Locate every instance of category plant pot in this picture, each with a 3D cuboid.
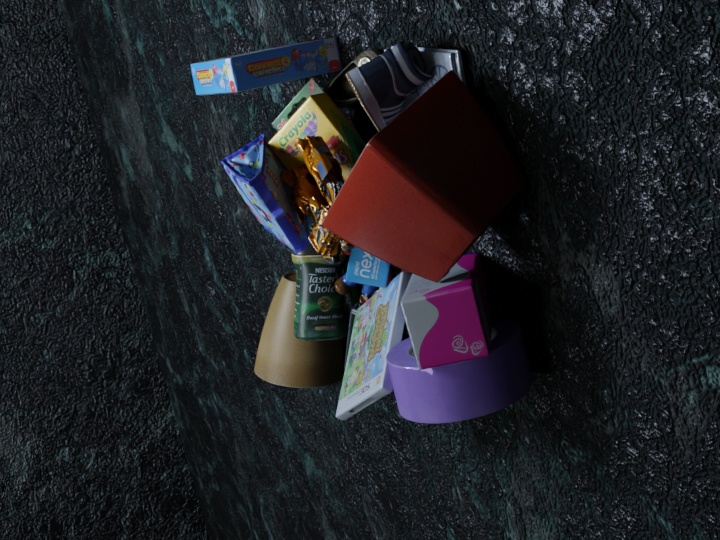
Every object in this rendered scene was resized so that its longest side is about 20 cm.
[{"bbox_3d":[0.098,-0.107,1.269,0.176,0.200,0.200,42,144,6],"label":"plant pot"},{"bbox_3d":[-0.116,0.110,1.911,0.186,0.185,0.201,25,114,56],"label":"plant pot"}]

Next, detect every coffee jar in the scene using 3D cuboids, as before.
[{"bbox_3d":[-0.077,0.028,1.788,0.085,0.104,0.201,-147,55,-79],"label":"coffee jar"}]

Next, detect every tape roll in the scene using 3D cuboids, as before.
[{"bbox_3d":[0.142,0.141,1.360,0.200,0.199,0.085,8,115,62],"label":"tape roll"}]

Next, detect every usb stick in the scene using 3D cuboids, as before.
[{"bbox_3d":[0.000,0.134,1.752,0.055,0.033,0.201,27,142,16],"label":"usb stick"}]

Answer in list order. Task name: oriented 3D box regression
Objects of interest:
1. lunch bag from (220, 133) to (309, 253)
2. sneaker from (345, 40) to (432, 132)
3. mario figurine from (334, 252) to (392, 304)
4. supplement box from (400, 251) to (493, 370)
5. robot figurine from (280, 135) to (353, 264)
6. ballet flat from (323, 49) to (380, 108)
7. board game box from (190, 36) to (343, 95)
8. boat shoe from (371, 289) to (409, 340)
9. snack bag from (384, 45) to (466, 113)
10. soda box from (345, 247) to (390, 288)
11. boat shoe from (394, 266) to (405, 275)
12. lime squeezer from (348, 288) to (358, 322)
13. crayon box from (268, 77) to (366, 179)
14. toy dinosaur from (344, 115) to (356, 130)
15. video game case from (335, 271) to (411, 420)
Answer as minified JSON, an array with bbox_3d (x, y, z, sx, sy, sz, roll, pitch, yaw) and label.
[{"bbox_3d":[-0.145,-0.121,1.578,0.151,0.094,0.200,58,179,-26],"label":"lunch bag"},{"bbox_3d":[0.051,-0.264,1.372,0.070,0.108,0.200,60,-174,11],"label":"sneaker"},{"bbox_3d":[0.000,0.000,1.639,0.200,0.123,0.107,105,158,-57],"label":"mario figurine"},{"bbox_3d":[0.126,0.052,1.330,0.200,0.101,0.104,-53,-51,-74],"label":"supplement box"},{"bbox_3d":[-0.060,-0.108,1.487,0.145,0.058,0.201,-59,44,40],"label":"robot figurine"},{"bbox_3d":[-0.015,-0.304,1.534,0.200,0.046,0.068,-11,98,64],"label":"ballet flat"},{"bbox_3d":[-0.164,-0.349,1.623,0.196,0.199,0.056,15,119,59],"label":"board game box"},{"bbox_3d":[0.080,0.109,1.574,0.200,0.057,0.067,42,143,21],"label":"boat shoe"},{"bbox_3d":[0.105,-0.226,1.382,0.188,0.021,0.201,23,131,58],"label":"snack bag"},{"bbox_3d":[0.027,-0.077,1.491,0.064,0.067,0.201,-75,-4,-60],"label":"soda box"},{"bbox_3d":[0.080,-0.029,1.520,0.073,0.062,0.201,49,147,37],"label":"boat shoe"},{"bbox_3d":[0.016,0.101,1.787,0.071,0.038,0.201,-40,68,29],"label":"lime squeezer"},{"bbox_3d":[-0.067,-0.202,1.574,0.200,0.051,0.127,52,124,7],"label":"crayon box"},{"bbox_3d":[-0.037,-0.162,1.637,0.135,0.102,0.201,4,91,45],"label":"toy dinosaur"},{"bbox_3d":[0.020,0.122,1.508,0.182,0.022,0.201,-42,31,57],"label":"video game case"}]
